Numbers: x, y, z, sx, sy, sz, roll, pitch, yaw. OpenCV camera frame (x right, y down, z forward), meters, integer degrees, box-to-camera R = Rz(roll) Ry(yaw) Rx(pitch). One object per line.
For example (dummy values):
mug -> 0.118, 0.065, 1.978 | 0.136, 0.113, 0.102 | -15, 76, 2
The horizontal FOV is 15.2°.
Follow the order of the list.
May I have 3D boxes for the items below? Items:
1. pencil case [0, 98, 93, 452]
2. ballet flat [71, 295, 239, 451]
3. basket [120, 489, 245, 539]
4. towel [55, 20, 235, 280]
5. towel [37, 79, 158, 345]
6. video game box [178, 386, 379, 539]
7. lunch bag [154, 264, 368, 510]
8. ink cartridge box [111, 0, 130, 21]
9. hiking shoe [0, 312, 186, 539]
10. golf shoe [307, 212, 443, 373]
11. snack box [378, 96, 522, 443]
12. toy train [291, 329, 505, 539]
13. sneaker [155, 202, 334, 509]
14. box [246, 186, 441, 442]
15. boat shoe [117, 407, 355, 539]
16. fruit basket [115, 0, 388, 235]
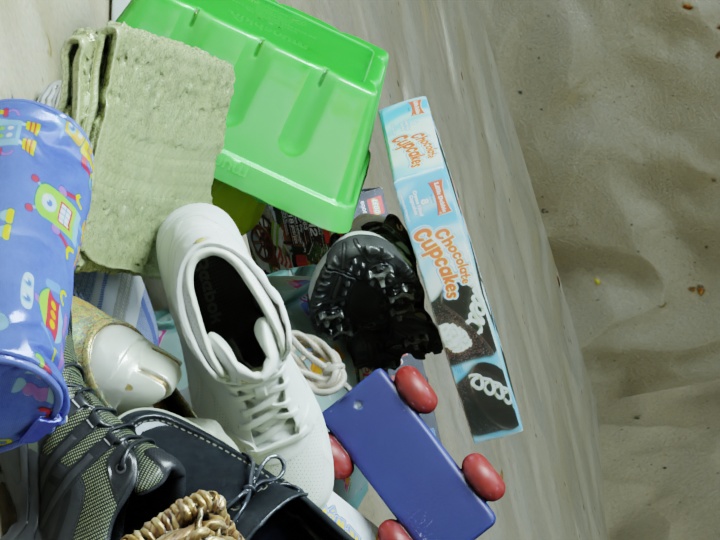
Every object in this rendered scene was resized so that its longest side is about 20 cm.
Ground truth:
pencil case -> -0.179, 0.004, 1.378 | 0.087, 0.078, 0.200 | 35, 35, -31
ballet flat -> -0.115, 0.085, 1.524 | 0.200, 0.071, 0.071 | 57, 16, -16
basket -> -0.107, 0.234, 1.354 | 0.149, 0.143, 0.200 | -95, 168, -45
towel -> -0.131, -0.067, 1.569 | 0.200, 0.036, 0.148 | 2, 100, -69
towel -> -0.164, 0.000, 1.626 | 0.147, 0.024, 0.200 | -85, 161, -56
video game box -> -0.064, 0.196, 1.634 | 0.200, 0.047, 0.182 | 41, 41, -36
lunch bag -> -0.058, 0.088, 1.841 | 0.200, 0.122, 0.170 | -29, 107, -73
ink cartridge box -> -0.129, -0.162, 1.918 | 0.162, 0.050, 0.200 | 67, 19, -50
hiking shoe -> -0.140, 0.101, 1.429 | 0.076, 0.101, 0.200 | 53, 28, -68
golf shoe -> 0.000, 0.000, 1.776 | 0.200, 0.078, 0.095 | 69, 6, -70
snack box -> 0.058, -0.001, 1.763 | 0.116, 0.037, 0.200 | -101, 174, -63
toy train -> 0.012, 0.098, 1.747 | 0.200, 0.085, 0.116 | 52, 2, 10
sneaker -> -0.065, 0.066, 1.543 | 0.116, 0.074, 0.200 | -125, -168, -76
box -> -0.015, 0.041, 1.947 | 0.137, 0.038, 0.200 | 0, -74, 55
boat shoe -> -0.057, 0.136, 1.446 | 0.200, 0.075, 0.062 | 40, -33, 18
fruit basket -> -0.096, -0.080, 1.745 | 0.156, 0.216, 0.216 | -75, 152, -68
